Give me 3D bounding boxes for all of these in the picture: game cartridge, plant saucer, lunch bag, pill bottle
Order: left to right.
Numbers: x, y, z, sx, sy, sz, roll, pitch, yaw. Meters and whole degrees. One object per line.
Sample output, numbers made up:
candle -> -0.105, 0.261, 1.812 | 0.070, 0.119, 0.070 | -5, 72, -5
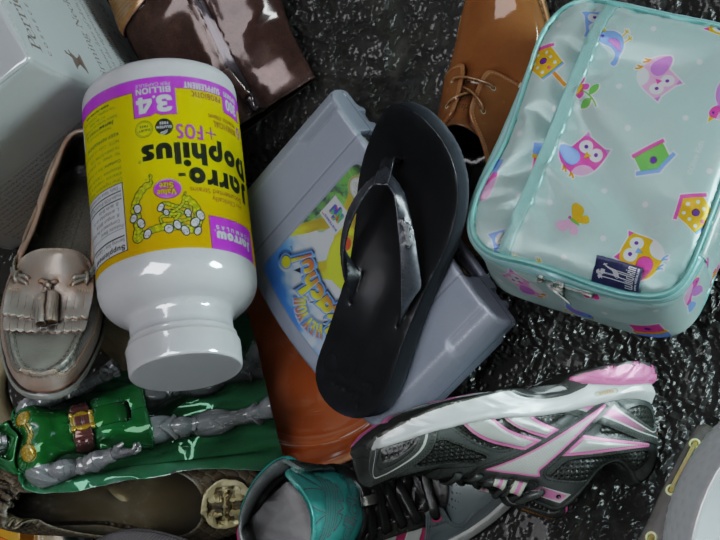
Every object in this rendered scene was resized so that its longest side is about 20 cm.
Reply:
pill bottle -> -0.122, -0.028, 1.327 | 0.104, 0.104, 0.201 | -16, 68, 21
plant saucer -> -0.037, 0.038, 1.389 | 0.200, 0.032, 0.201 | -4, 80, 24
game cartridge -> 0.000, 0.000, 1.326 | 0.133, 0.040, 0.200 | -49, 64, 29
lunch bag -> 0.158, -0.065, 1.270 | 0.160, 0.077, 0.201 | 18, 74, 20

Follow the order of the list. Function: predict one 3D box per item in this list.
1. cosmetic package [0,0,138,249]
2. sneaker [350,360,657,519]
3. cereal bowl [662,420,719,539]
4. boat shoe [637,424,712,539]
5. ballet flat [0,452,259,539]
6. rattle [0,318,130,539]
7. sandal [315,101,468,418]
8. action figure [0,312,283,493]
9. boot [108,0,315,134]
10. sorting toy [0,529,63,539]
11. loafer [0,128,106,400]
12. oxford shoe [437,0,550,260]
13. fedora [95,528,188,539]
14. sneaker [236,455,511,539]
cosmetic package -> -0.270, -0.138, 1.428 | 0.166, 0.200, 0.168 | -36, 70, 15
sneaker -> 0.097, 0.113, 1.257 | 0.199, 0.080, 0.087 | -11, 86, -10
cereal bowl -> 0.259, 0.154, 1.178 | 0.199, 0.083, 0.201 | -2, 99, -15
boat shoe -> 0.178, 0.189, 1.248 | 0.060, 0.072, 0.202 | 33, 88, 24
ballet flat -> -0.161, 0.154, 1.365 | 0.199, 0.046, 0.068 | 3, 104, 0
rattle -> -0.201, 0.103, 1.447 | 0.130, 0.143, 0.201 | -32, 111, -19
sandal -> 0.016, -0.003, 1.267 | 0.076, 0.043, 0.201 | 18, 101, 34
action figure -> -0.158, 0.099, 1.346 | 0.199, 0.055, 0.118 | -14, 61, -4
boot -> -0.074, -0.202, 1.437 | 0.200, 0.072, 0.167 | -36, 81, 14
sorting toy -> -0.286, 0.238, 1.466 | 0.199, 0.036, 0.186 | -3, 80, 24
loafer -> -0.200, -0.009, 1.352 | 0.072, 0.063, 0.201 | 2, 48, 4
oxford shoe -> 0.082, -0.111, 1.338 | 0.071, 0.071, 0.201 | 3, 82, 26
fedora -> -0.150, 0.232, 1.356 | 0.199, 0.177, 0.091 | -9, 48, 25
sneaker -> 0.003, 0.146, 1.302 | 0.199, 0.121, 0.084 | -24, 76, 18
